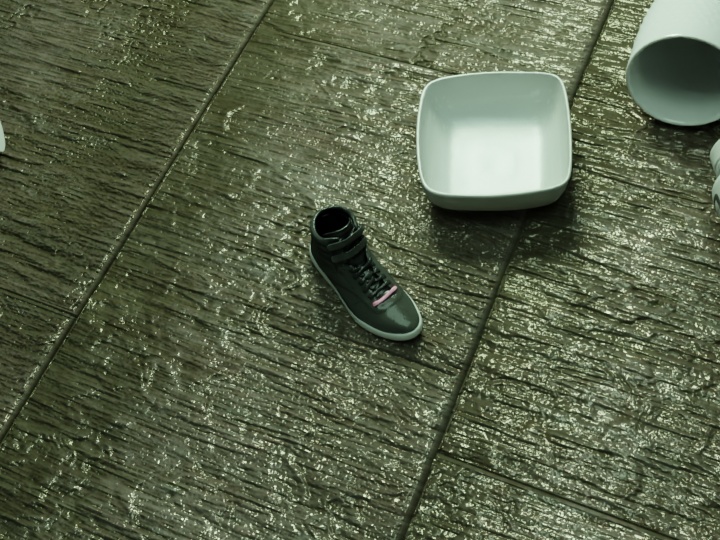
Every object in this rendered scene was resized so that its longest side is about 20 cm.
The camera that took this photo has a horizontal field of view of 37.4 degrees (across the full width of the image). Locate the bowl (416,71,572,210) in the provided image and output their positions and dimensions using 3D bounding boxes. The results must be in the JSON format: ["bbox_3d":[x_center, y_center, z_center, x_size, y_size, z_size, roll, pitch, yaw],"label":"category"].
[{"bbox_3d":[0.173,-0.159,1.388,0.197,0.075,0.202,-1,58,7],"label":"bowl"}]

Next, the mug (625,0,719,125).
[{"bbox_3d":[0.460,-0.290,1.400,0.199,0.148,0.176,31,55,-9],"label":"mug"}]

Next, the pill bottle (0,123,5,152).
[{"bbox_3d":[-0.611,-0.180,1.496,0.198,0.112,0.112,-15,57,-2],"label":"pill bottle"}]

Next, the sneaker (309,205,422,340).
[{"bbox_3d":[0.000,0.000,1.301,0.070,0.100,0.200,-36,61,-16],"label":"sneaker"}]

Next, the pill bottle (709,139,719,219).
[{"bbox_3d":[0.485,-0.070,1.265,0.109,0.111,0.202,-10,58,2],"label":"pill bottle"}]
